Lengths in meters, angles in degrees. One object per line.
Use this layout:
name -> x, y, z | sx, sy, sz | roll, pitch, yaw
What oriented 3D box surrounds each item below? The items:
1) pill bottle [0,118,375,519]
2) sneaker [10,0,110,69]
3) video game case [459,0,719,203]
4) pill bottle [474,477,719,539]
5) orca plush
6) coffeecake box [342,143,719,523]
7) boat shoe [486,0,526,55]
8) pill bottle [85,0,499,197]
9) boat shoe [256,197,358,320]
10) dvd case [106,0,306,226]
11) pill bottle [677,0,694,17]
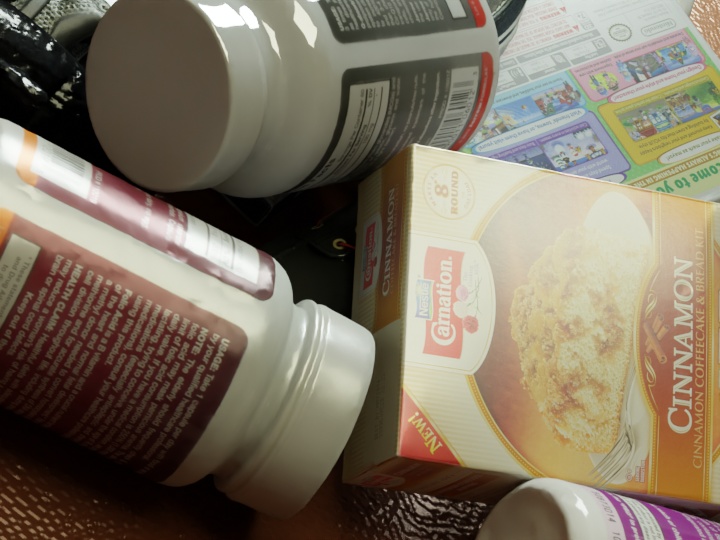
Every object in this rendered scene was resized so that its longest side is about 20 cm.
pill bottle -> -0.101, 0.026, 1.078 | 0.199, 0.114, 0.115 | 28, 39, -15
sneaker -> -0.176, -0.157, 1.226 | 0.114, 0.076, 0.201 | 24, 49, -25
video game case -> 0.118, -0.094, 1.321 | 0.199, 0.022, 0.183 | -21, 69, -35
pill bottle -> 0.153, 0.173, 1.140 | 0.199, 0.112, 0.113 | 17, 43, -25
orca plush -> -0.165, -0.072, 1.130 | 0.200, 0.105, 0.071 | 51, -10, -28
coffeecake box -> 0.098, 0.036, 1.182 | 0.198, 0.073, 0.155 | 10, 72, -20
boat shoe -> 0.079, -0.196, 1.298 | 0.070, 0.091, 0.201 | 28, 50, -3
pill bottle -> -0.031, -0.098, 1.179 | 0.199, 0.116, 0.116 | -12, 60, -50
boat shoe -> -0.002, -0.002, 1.233 | 0.201, 0.063, 0.074 | -22, 70, -47
dvd case -> -0.085, -0.125, 1.316 | 0.200, 0.025, 0.150 | 44, 38, 5
pill bottle -> 0.091, -0.182, 1.447 | 0.199, 0.111, 0.112 | 31, 38, -11
